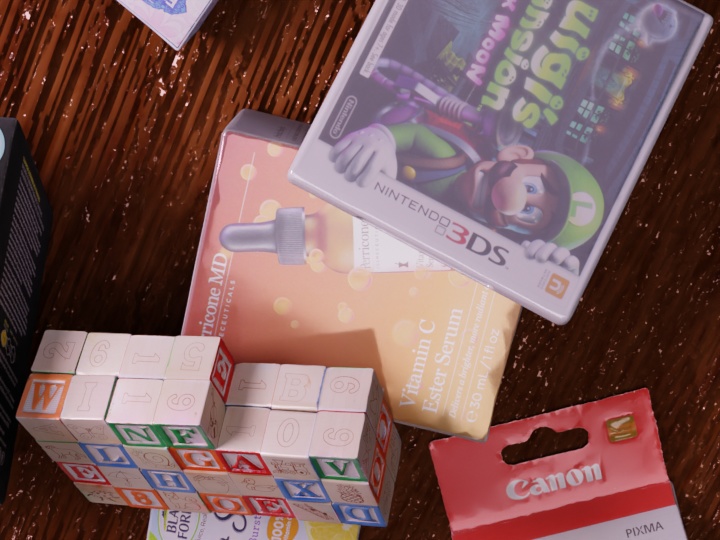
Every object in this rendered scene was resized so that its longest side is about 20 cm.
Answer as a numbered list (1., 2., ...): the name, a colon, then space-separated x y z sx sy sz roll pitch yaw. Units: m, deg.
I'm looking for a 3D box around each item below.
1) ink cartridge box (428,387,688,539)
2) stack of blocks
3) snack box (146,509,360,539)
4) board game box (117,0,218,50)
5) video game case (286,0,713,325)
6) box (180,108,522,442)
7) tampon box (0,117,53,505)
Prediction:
1. ink cartridge box: 0.145 0.198 0.922 0.159 0.050 0.202 -14 104 4
2. stack of blocks: -0.085 0.093 0.799 0.198 0.059 0.116 2 146 16
3. snack box: -0.069 0.162 0.915 0.141 0.053 0.202 10 103 1
4. board game box: -0.128 -0.269 0.793 0.199 0.041 0.200 39 120 -7
5. video game case: 0.081 -0.099 0.780 0.181 0.023 0.201 27 83 -1
6. box: 0.000 0.000 0.849 0.198 0.106 0.154 13 103 -2
7. tampon box: -0.279 0.020 0.803 0.148 0.127 0.202 4 65 0
